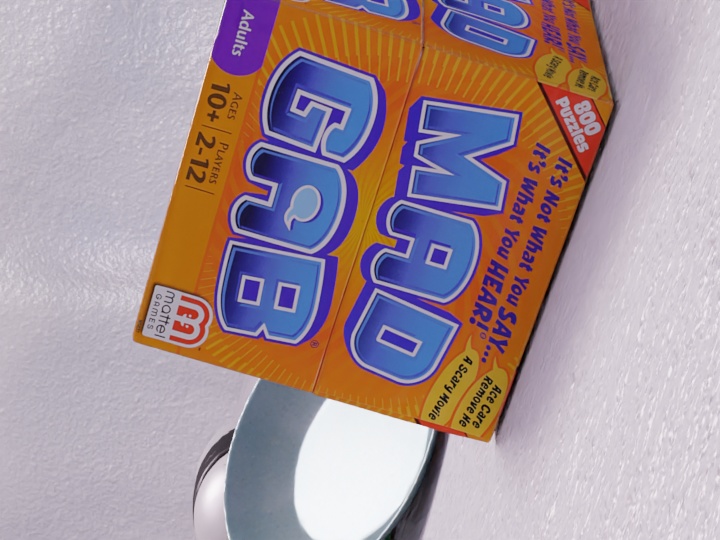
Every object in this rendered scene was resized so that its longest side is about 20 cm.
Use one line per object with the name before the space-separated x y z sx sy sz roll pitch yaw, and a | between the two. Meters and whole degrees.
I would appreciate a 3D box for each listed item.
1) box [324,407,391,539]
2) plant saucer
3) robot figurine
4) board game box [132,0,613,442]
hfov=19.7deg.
box | 0.006 0.116 1.422 0.117 0.048 0.201 120 163 -69
plant saucer | -0.009 0.113 1.326 0.200 0.039 0.202 -30 47 37
robot figurine | -0.069 0.181 1.611 0.200 0.124 0.151 -118 39 -82
board game box | 0.005 -0.062 1.126 0.200 0.199 0.201 -86 14 -66
